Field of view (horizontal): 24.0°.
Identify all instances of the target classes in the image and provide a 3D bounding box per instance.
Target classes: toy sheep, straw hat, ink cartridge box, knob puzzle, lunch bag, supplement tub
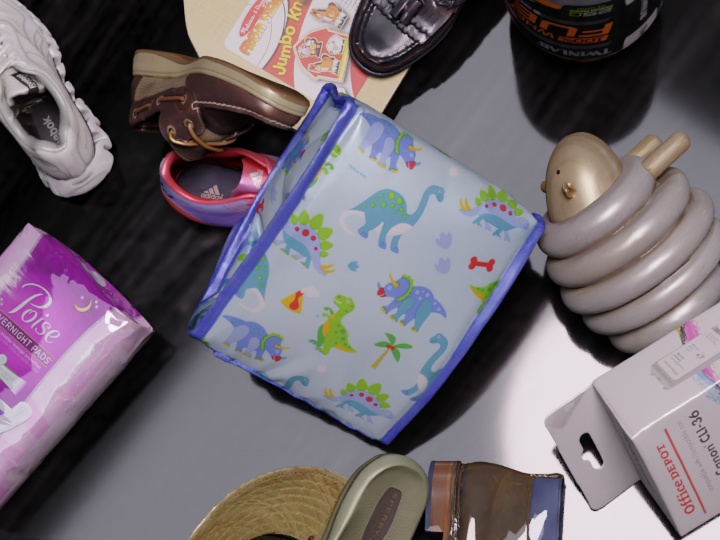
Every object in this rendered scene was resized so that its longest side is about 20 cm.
[{"bbox_3d":[0.198,-0.011,1.184,0.138,0.138,0.200,-39,99,-2],"label":"toy sheep"},{"bbox_3d":[-0.073,0.221,1.184,0.085,0.201,0.202,19,78,54],"label":"straw hat"},{"bbox_3d":[0.237,0.099,1.151,0.199,0.117,0.068,-32,38,1],"label":"ink cartridge box"},{"bbox_3d":[-0.048,-0.204,1.299,0.218,0.030,0.221,0,82,-3],"label":"knob puzzle"},{"bbox_3d":[0.000,0.000,1.178,0.169,0.127,0.201,30,95,-14],"label":"lunch bag"},{"bbox_3d":[0.157,-0.224,1.196,0.122,0.200,0.123,-2,78,9],"label":"supplement tub"}]

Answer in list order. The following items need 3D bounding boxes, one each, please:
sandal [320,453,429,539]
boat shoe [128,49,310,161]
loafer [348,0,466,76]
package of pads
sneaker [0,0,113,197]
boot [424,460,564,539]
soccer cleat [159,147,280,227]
[{"bbox_3d":[-0.003,0.222,1.143,0.057,0.080,0.202,19,89,54],"label":"sandal"},{"bbox_3d":[-0.108,-0.111,1.205,0.200,0.072,0.072,18,90,49],"label":"boat shoe"},{"bbox_3d":[0.064,-0.232,1.262,0.072,0.063,0.200,42,81,2],"label":"loafer"},{"bbox_3d":[-0.260,0.078,1.255,0.120,0.076,0.200,40,86,11],"label":"package of pads"},{"bbox_3d":[-0.264,-0.151,1.303,0.075,0.081,0.200,-38,74,0],"label":"sneaker"},{"bbox_3d":[0.096,0.229,1.171,0.096,0.075,0.201,-4,76,10],"label":"boot"},{"bbox_3d":[-0.052,-0.057,1.253,0.199,0.076,0.067,7,79,10],"label":"soccer cleat"}]
